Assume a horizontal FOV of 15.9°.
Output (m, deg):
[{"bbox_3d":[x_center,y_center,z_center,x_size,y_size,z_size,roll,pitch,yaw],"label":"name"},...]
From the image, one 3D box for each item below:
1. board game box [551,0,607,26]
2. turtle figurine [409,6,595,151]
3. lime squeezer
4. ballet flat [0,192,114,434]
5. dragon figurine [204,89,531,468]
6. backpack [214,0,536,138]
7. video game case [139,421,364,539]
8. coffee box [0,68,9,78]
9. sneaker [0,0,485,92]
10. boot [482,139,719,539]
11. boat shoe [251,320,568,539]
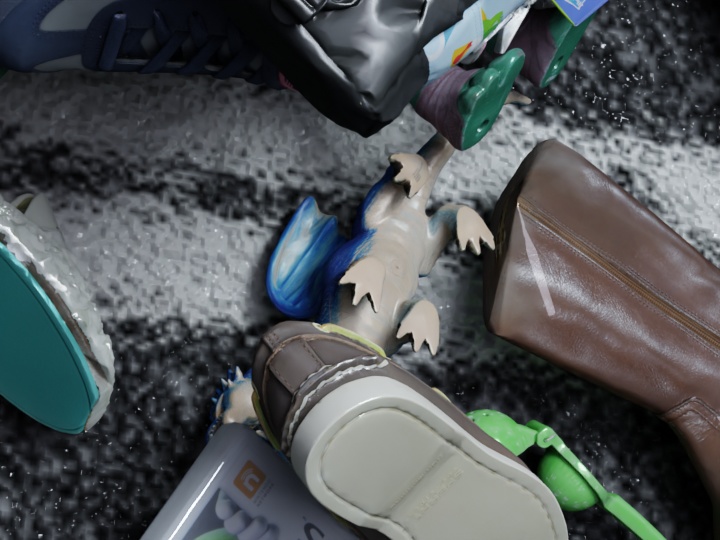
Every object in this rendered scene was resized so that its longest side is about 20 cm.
[{"bbox_3d":[0.079,-0.189,1.081,0.135,0.045,0.200,49,23,-5],"label":"board game box"},{"bbox_3d":[-0.008,-0.136,1.069,0.200,0.101,0.150,37,63,12],"label":"turtle figurine"},{"bbox_3d":[0.072,0.098,1.092,0.199,0.038,0.071,11,75,-20],"label":"lime squeezer"},{"bbox_3d":[-0.159,-0.026,1.015,0.200,0.072,0.072,46,67,-7],"label":"ballet flat"},{"bbox_3d":[0.000,0.000,1.067,0.059,0.099,0.200,36,56,-21],"label":"dragon figurine"},{"bbox_3d":[0.023,-0.160,0.900,0.200,0.154,0.163,-42,87,-7],"label":"backpack"},{"bbox_3d":[-0.046,0.193,1.007,0.182,0.023,0.200,46,67,-25],"label":"video game case"},{"bbox_3d":[-0.122,-0.168,1.013,0.200,0.123,0.044,-48,135,-13],"label":"coffee box"},{"bbox_3d":[-0.042,-0.096,0.950,0.199,0.070,0.082,-17,67,-20],"label":"sneaker"},{"bbox_3d":[0.118,0.061,1.080,0.200,0.064,0.187,34,52,-26],"label":"boot"},{"bbox_3d":[0.020,0.081,1.009,0.072,0.200,0.060,-43,52,3],"label":"boat shoe"}]
